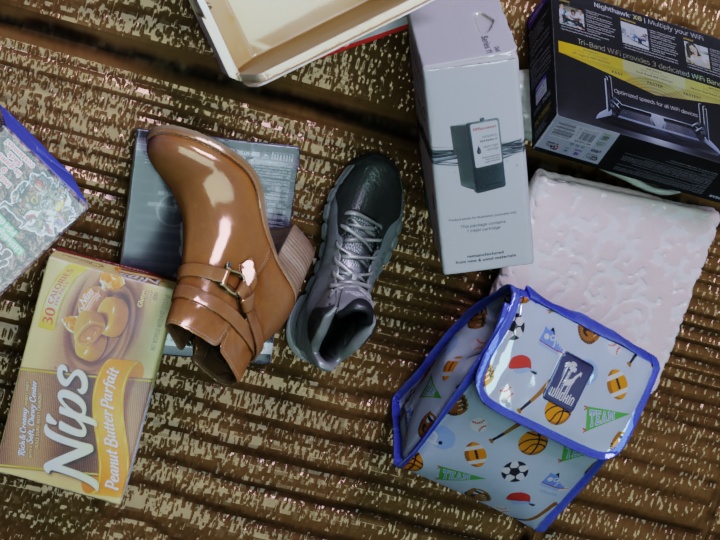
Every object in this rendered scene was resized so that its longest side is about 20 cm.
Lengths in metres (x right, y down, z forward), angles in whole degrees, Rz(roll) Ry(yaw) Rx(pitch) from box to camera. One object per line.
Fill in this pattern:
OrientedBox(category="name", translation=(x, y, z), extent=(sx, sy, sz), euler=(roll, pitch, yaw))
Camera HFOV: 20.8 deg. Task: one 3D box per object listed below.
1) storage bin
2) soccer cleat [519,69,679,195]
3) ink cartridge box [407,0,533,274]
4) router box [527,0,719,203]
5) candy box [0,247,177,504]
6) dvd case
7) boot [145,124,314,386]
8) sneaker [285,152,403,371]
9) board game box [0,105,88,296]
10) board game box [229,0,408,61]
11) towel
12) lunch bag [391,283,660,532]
OrientedBox(category="storage bin", translation=(-0.058, -0.283, 1.619), extent=(0.198, 0.094, 0.200), euler=(-27, 107, -6))
OrientedBox(category="soccer cleat", translation=(0.213, -0.126, 1.777), extent=(0.200, 0.078, 0.069), euler=(25, 96, -17))
OrientedBox(category="ink cartridge box", translation=(0.093, -0.120, 1.686), extent=(0.083, 0.147, 0.200), euler=(-7, 120, -1))
OrientedBox(category="router box", translation=(0.248, -0.155, 1.743), extent=(0.200, 0.158, 0.052), euler=(15, 140, -16))
OrientedBox(category="candy box", translation=(-0.238, 0.092, 1.716), extent=(0.115, 0.055, 0.201), euler=(16, 100, -2))
OrientedBox(category="dvd case", translation=(-0.139, -0.020, 1.748), extent=(0.148, 0.016, 0.201), euler=(5, 100, -15))
OrientedBox(category="boot", translation=(-0.136, -0.012, 1.673), extent=(0.200, 0.077, 0.155), euler=(50, 53, -29))
OrientedBox(category="sneaker", translation=(0.000, 0.000, 1.734), extent=(0.075, 0.115, 0.200), euler=(16, 98, -16))
OrientedBox(category="board game box", translation=(-0.334, -0.028, 1.624), extent=(0.200, 0.159, 0.097), euler=(-45, 107, -1))
OrientedBox(category="board game box", translation=(-0.024, -0.270, 1.704), extent=(0.200, 0.046, 0.152), euler=(-21, 106, -9))
OrientedBox(category="towel", translation=(0.215, 0.013, 1.810), extent=(0.191, 0.032, 0.200), euler=(10, 115, -17))
OrientedBox(category="lunch bag", translation=(0.147, 0.117, 1.762), extent=(0.170, 0.124, 0.200), euler=(27, 120, -20))
